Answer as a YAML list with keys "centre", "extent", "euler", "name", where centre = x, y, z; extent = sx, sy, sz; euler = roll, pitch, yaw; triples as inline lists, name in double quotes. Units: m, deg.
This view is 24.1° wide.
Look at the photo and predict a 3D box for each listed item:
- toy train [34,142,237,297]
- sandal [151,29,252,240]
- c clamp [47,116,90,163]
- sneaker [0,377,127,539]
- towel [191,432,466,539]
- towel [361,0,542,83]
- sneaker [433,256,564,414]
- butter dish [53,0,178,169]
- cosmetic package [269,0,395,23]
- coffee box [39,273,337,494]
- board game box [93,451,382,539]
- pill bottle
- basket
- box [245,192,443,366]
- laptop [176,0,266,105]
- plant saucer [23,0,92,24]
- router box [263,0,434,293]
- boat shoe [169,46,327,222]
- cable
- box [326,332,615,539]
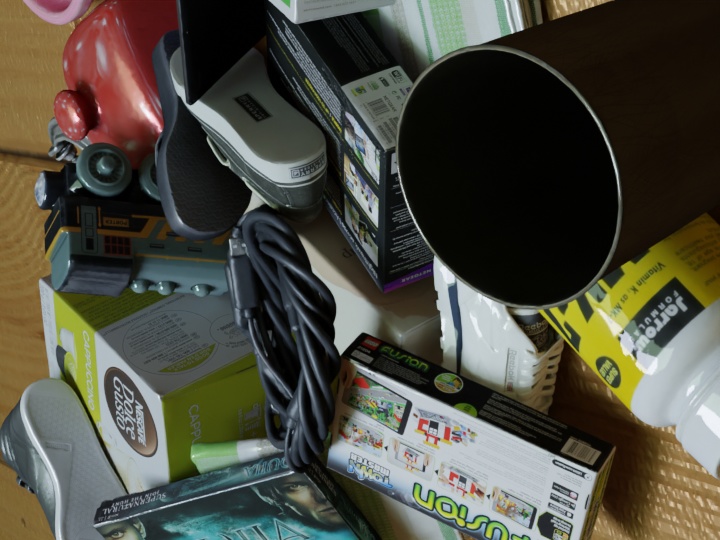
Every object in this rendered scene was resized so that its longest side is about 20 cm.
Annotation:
- centre: [-0.165, -0.033, 1.368]
  extent: [0.085, 0.199, 0.115]
  euler: [138, 133, -56]
  name: "toy train"
- centre: [-0.126, -0.098, 1.293]
  extent: [0.043, 0.076, 0.201]
  euler: [-48, 36, 39]
  name: "sandal"
- centre: [-0.225, -0.068, 1.564]
  extent: [0.200, 0.027, 0.171]
  euler: [49, 163, -22]
  name: "c clamp"
- centre: [-0.251, 0.193, 1.455]
  extent: [0.099, 0.070, 0.201]
  euler: [-24, 87, 62]
  name: "sneaker"
- centre: [-0.021, 0.178, 1.355]
  extent: [0.199, 0.031, 0.150]
  euler: [-5, 131, 14]
  name: "towel"
- centre: [0.061, -0.151, 1.150]
  extent: [0.200, 0.031, 0.150]
  euler: [14, 121, 57]
  name: "towel"
- centre: [0.106, 0.063, 1.187]
  extent: [0.080, 0.076, 0.201]
  euler: [10, 122, 43]
  name: "sneaker"
- centre: [-0.189, -0.152, 1.421]
  extent: [0.201, 0.147, 0.199]
  euler: [64, 151, 1]
  name: "butter dish"
- centre: [-0.026, -0.280, 1.109]
  extent: [0.108, 0.084, 0.201]
  euler: [46, 142, 46]
  name: "cosmetic package"
- centre: [-0.137, 0.093, 1.463]
  extent: [0.198, 0.199, 0.201]
  euler: [38, 141, 38]
  name: "coffee box"
- centre: [-0.096, 0.213, 1.350]
  extent: [0.199, 0.028, 0.136]
  euler: [-18, 127, 24]
  name: "board game box"
- centre: [0.176, 0.018, 0.996]
  extent: [0.200, 0.114, 0.115]
  euler: [48, 146, 27]
  name: "pill bottle"
- centre: [0.146, -0.081, 0.883]
  extent: [0.180, 0.199, 0.137]
  euler: [-17, 98, 61]
  name: "basket"
- centre: [0.000, 0.000, 1.285]
  extent: [0.200, 0.095, 0.078]
  euler: [42, 143, 32]
  name: "box"
- centre: [-0.122, -0.262, 1.229]
  extent: [0.115, 0.200, 0.188]
  euler: [20, 136, 21]
  name: "laptop"
- centre: [-0.286, -0.328, 1.546]
  extent: [0.200, 0.051, 0.202]
  euler: [39, 141, 39]
  name: "plant saucer"
- centre: [-0.008, -0.106, 1.211]
  extent: [0.200, 0.051, 0.150]
  euler: [57, 159, 35]
  name: "router box"
- centre: [-0.085, -0.105, 1.244]
  extent: [0.200, 0.070, 0.064]
  euler: [52, 155, 45]
  name: "boat shoe"
- centre: [-0.048, 0.051, 1.230]
  extent: [0.163, 0.050, 0.201]
  euler: [-167, 67, -68]
  name: "cable"
- centre: [0.073, 0.131, 1.187]
  extent: [0.199, 0.035, 0.111]
  euler: [24, 130, 19]
  name: "box"
